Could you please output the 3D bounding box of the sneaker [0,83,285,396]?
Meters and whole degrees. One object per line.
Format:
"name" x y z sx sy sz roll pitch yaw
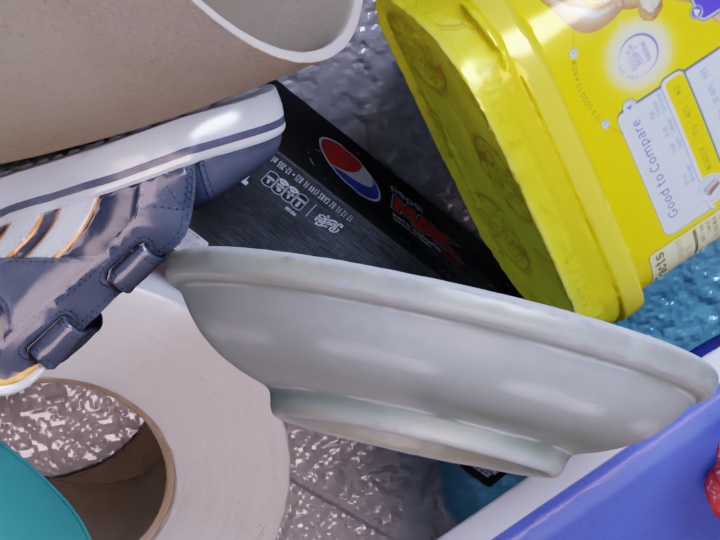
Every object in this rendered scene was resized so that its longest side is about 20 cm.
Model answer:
"sneaker" -0.113 -0.005 1.012 0.199 0.078 0.080 -19 99 8

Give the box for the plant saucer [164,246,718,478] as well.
"plant saucer" 0.024 0.038 0.981 0.199 0.200 0.051 14 84 -17

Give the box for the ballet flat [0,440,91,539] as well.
"ballet flat" -0.193 0.076 1.058 0.200 0.068 0.067 36 131 -22

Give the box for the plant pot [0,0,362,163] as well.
"plant pot" -0.133 -0.113 0.965 0.199 0.188 0.187 -27 124 26

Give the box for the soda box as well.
"soda box" 0.000 0.000 1.108 0.063 0.071 0.200 -43 120 17

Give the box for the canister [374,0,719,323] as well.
"canister" 0.124 -0.088 1.000 0.199 0.087 0.149 -33 123 -9

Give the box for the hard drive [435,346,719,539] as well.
"hard drive" 0.097 0.112 1.123 0.199 0.025 0.132 -35 145 5

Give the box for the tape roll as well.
"tape roll" -0.130 0.067 1.133 0.201 0.071 0.204 -4 124 -6

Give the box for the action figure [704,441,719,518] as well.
"action figure" 0.192 0.098 1.117 0.065 0.052 0.200 -39 143 17

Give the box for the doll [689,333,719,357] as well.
"doll" 0.125 0.064 1.153 0.200 0.049 0.136 -37 163 6
